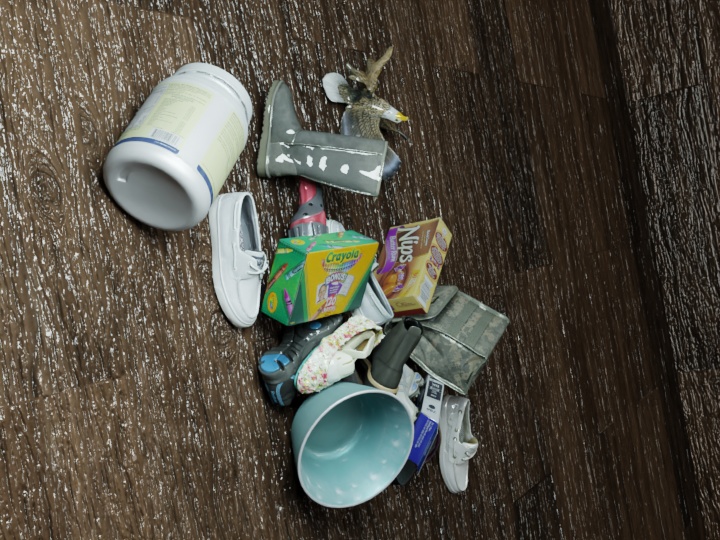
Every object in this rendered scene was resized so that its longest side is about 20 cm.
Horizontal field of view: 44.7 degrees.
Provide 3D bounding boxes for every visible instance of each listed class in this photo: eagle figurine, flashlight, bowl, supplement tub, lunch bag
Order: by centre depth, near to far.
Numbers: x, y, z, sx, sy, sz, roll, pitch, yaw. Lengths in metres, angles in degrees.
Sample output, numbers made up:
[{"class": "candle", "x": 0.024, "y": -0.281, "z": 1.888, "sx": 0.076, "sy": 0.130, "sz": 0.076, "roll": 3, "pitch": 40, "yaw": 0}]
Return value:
[{"class": "supplement tub", "x": -0.236, "y": -0.168, "z": 1.169, "sx": 0.145, "sy": 0.145, "sz": 0.200, "roll": 53, "pitch": 42, "yaw": -34}, {"class": "bowl", "x": -0.029, "y": 0.253, "z": 1.359, "sx": 0.201, "sy": 0.105, "sz": 0.201, "roll": -13, "pitch": 116, "yaw": -27}, {"class": "flashlight", "x": -0.093, "y": -0.130, "z": 1.434, "sx": 0.068, "sy": 0.068, "sz": 0.200, "roll": 83, "pitch": -1, "yaw": -72}, {"class": "eagle figurine", "x": 0.024, "y": -0.286, "z": 1.630, "sx": 0.152, "sy": 0.151, "sz": 0.200, "roll": -25, "pitch": 143, "yaw": -16}, {"class": "lunch bag", "x": 0.157, "y": 0.110, "z": 1.648, "sx": 0.164, "sy": 0.200, "sz": 0.118, "roll": -41, "pitch": 158, "yaw": -57}]

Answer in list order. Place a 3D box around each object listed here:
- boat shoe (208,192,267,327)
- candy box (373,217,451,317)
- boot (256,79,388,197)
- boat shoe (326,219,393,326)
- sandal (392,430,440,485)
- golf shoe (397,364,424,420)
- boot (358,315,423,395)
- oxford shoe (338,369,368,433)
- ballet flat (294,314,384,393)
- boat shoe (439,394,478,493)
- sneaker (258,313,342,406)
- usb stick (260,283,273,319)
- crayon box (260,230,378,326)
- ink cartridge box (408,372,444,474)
[{"class": "boat shoe", "x": -0.171, "y": -0.018, "z": 1.293, "sx": 0.072, "sy": 0.068, "sz": 0.200, "roll": 6, "pitch": 77, "yaw": -55}, {"class": "candy box", "x": 0.089, "y": -0.004, "z": 1.629, "sx": 0.056, "sy": 0.117, "sz": 0.200, "roll": 52, "pitch": 43, "yaw": -34}, {"class": "boot", "x": -0.055, "y": -0.212, "z": 1.402, "sx": 0.073, "sy": 0.200, "sz": 0.182, "roll": 63, "pitch": 31, "yaw": -78}, {"class": "boat shoe", "x": 0.000, "y": 0.001, "z": 1.487, "sx": 0.201, "sy": 0.071, "sz": 0.070, "roll": 67, "pitch": 18, "yaw": -3}, {"class": "sandal", "x": 0.114, "y": 0.331, "z": 1.638, "sx": 0.200, "sy": 0.048, "sz": 0.075, "roll": -46, "pitch": 121, "yaw": -52}, {"class": "golf shoe", "x": 0.050, "y": 0.222, "z": 1.544, "sx": 0.097, "sy": 0.078, "sz": 0.200, "roll": 49, "pitch": 21, "yaw": -13}, {"class": "boot", "x": 0.060, "y": 0.120, "z": 1.478, "sx": 0.077, "sy": 0.138, "sz": 0.200, "roll": 22, "pitch": 17, "yaw": -15}, {"class": "oxford shoe", "x": -0.021, "y": 0.208, "z": 1.469, "sx": 0.084, "sy": 0.073, "sz": 0.200, "roll": -55, "pitch": 130, "yaw": -66}, {"class": "ballet flat", "x": -0.026, "y": 0.128, "z": 1.363, "sx": 0.200, "sy": 0.064, "sz": 0.076, "roll": -44, "pitch": 140, "yaw": -48}, {"class": "boat shoe", "x": 0.198, "y": 0.346, "z": 1.731, "sx": 0.071, "sy": 0.069, "sz": 0.200, "roll": -21, "pitch": 106, "yaw": -58}, {"class": "sneaker", "x": -0.093, "y": 0.132, "z": 1.385, "sx": 0.200, "sy": 0.073, "sz": 0.082, "roll": -43, "pitch": 134, "yaw": -46}, {"class": "usb stick", "x": -0.092, "y": 0.039, "z": 1.426, "sx": 0.200, "sy": 0.033, "sz": 0.056, "roll": -10, "pitch": 89, "yaw": -57}, {"class": "crayon box", "x": -0.060, "y": 0.008, "z": 1.360, "sx": 0.200, "sy": 0.058, "sz": 0.119, "roll": -11, "pitch": 122, "yaw": -56}, {"class": "ink cartridge box", "x": 0.113, "y": 0.265, "z": 1.569, "sx": 0.200, "sy": 0.039, "sz": 0.100, "roll": -70, "pitch": -178, "yaw": -66}]
